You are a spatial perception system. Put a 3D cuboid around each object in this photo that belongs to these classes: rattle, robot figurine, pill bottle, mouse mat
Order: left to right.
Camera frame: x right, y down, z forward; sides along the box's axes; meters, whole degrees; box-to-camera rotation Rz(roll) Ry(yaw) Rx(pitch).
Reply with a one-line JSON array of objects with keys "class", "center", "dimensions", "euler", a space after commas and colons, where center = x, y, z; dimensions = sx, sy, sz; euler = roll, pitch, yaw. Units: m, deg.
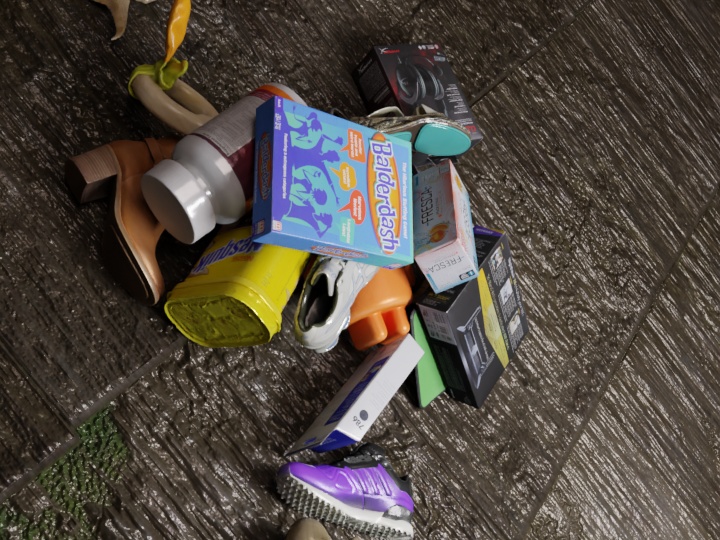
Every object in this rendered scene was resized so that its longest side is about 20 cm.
[{"class": "rattle", "center": [-0.180, -0.219, 0.933], "dimensions": [0.199, 0.130, 0.143], "euler": [39, 92, 5]}, {"class": "pill bottle", "center": [-0.147, -0.124, 0.857], "dimensions": [0.110, 0.109, 0.200], "euler": [50, 61, -4]}, {"class": "robot figurine", "center": [-0.001, 0.000, 0.983], "dimensions": [0.142, 0.117, 0.203], "euler": [-19, 78, 3]}, {"class": "mouse mat", "center": [0.136, 0.083, 1.046], "dimensions": [0.199, 0.007, 0.163], "euler": [-34, 127, -41]}]

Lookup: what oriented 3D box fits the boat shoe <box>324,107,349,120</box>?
[{"class": "boat shoe", "center": [0.000, -0.147, 1.079], "dimensions": [0.200, 0.065, 0.073], "euler": [48, 51, -7]}]

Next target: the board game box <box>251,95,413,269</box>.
[{"class": "board game box", "center": [-0.026, -0.093, 0.838], "dimensions": [0.198, 0.045, 0.155], "euler": [10, 72, -38]}]

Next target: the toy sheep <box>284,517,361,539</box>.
[{"class": "toy sheep", "center": [-0.029, 0.366, 0.796], "dimensions": [0.136, 0.138, 0.202], "euler": [-9, 66, -35]}]

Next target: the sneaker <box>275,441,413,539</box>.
[{"class": "sneaker", "center": [-0.014, 0.253, 0.899], "dimensions": [0.199, 0.069, 0.101], "euler": [31, 54, -28]}]

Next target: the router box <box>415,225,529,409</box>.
[{"class": "router box", "center": [0.162, 0.066, 1.024], "dimensions": [0.158, 0.052, 0.202], "euler": [-49, 135, -29]}]

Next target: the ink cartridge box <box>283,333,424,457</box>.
[{"class": "ink cartridge box", "center": [-0.005, 0.166, 0.920], "dimensions": [0.039, 0.099, 0.200], "euler": [49, 53, -6]}]

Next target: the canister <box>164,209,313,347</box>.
[{"class": "canister", "center": [-0.127, -0.014, 0.889], "dimensions": [0.087, 0.147, 0.201], "euler": [54, 46, -32]}]

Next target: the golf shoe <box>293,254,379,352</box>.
[{"class": "golf shoe", "center": [-0.023, -0.002, 0.880], "dimensions": [0.077, 0.097, 0.203], "euler": [18, 81, 9]}]

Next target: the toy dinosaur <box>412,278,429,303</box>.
[{"class": "toy dinosaur", "center": [0.117, 0.020, 1.103], "dimensions": [0.106, 0.061, 0.200], "euler": [44, 60, 5]}]

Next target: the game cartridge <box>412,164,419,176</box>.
[{"class": "game cartridge", "center": [0.069, -0.097, 1.059], "dimensions": [0.200, 0.038, 0.132], "euler": [-2, 73, -69]}]

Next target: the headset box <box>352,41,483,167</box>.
[{"class": "headset box", "center": [0.095, -0.255, 1.183], "dimensions": [0.147, 0.077, 0.202], "euler": [-15, 77, -36]}]

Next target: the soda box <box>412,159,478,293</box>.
[{"class": "soda box", "center": [0.110, -0.064, 0.986], "dimensions": [0.069, 0.063, 0.201], "euler": [55, 23, -30]}]

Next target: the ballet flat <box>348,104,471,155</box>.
[{"class": "ballet flat", "center": [0.068, -0.206, 1.066], "dimensions": [0.197, 0.068, 0.076], "euler": [-7, 58, -26]}]

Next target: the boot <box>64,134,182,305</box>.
[{"class": "boot", "center": [-0.244, -0.069, 0.892], "dimensions": [0.154, 0.077, 0.201], "euler": [-25, 77, -42]}]

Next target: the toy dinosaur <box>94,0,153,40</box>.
[{"class": "toy dinosaur", "center": [-0.319, -0.376, 0.988], "dimensions": [0.100, 0.058, 0.202], "euler": [-17, 71, -22]}]
